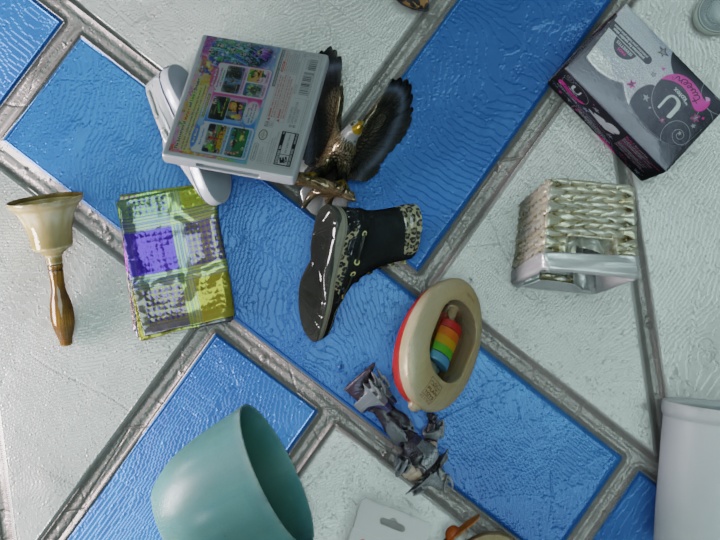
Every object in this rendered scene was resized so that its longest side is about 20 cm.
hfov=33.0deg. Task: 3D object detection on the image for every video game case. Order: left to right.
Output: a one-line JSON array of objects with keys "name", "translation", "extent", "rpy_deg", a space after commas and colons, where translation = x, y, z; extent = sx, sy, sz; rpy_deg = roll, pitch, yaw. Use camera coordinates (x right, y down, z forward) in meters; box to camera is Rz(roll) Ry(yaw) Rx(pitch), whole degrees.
[{"name": "video game case", "translation": [-0.150, -0.216, 1.612], "extent": [0.179, 0.024, 0.203], "rpy_deg": [10, 63, 8]}]

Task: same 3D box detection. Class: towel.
[{"name": "towel", "translation": [-0.255, -0.013, 1.675], "extent": [0.141, 0.023, 0.204], "rpy_deg": [-8, 89, -4]}]

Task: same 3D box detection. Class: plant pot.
[{"name": "plant pot", "translation": [-0.176, 0.302, 1.594], "extent": [0.159, 0.201, 0.203], "rpy_deg": [-27, 91, 8]}]

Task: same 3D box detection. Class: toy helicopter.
[{"name": "toy helicopter", "translation": [0.126, 0.414, 1.672], "extent": [0.197, 0.079, 0.134], "rpy_deg": [-20, 96, 7]}]

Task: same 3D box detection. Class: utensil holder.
[{"name": "utensil holder", "translation": [0.487, 0.285, 1.656], "extent": [0.167, 0.170, 0.204], "rpy_deg": [5, 89, -4]}]

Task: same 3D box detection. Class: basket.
[{"name": "basket", "translation": [0.287, -0.044, 1.636], "extent": [0.133, 0.200, 0.126], "rpy_deg": [5, 83, -4]}]

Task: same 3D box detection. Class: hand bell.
[{"name": "hand bell", "translation": [-0.410, 0.002, 1.642], "extent": [0.102, 0.104, 0.204], "rpy_deg": [-8, 101, -5]}]

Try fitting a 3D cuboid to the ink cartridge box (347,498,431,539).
[{"name": "ink cartridge box", "translation": [0.032, 0.421, 1.642], "extent": [0.116, 0.067, 0.203], "rpy_deg": [16, 87, 26]}]

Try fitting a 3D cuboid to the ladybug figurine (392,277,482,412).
[{"name": "ladybug figurine", "translation": [0.098, 0.102, 1.652], "extent": [0.136, 0.071, 0.202], "rpy_deg": [49, 54, -32]}]

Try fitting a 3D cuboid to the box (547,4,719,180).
[{"name": "box", "translation": [0.382, -0.245, 1.688], "extent": [0.200, 0.115, 0.132], "rpy_deg": [45, 86, -3]}]

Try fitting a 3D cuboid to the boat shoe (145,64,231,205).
[{"name": "boat shoe", "translation": [-0.237, -0.178, 1.664], "extent": [0.065, 0.073, 0.203], "rpy_deg": [-24, 80, 32]}]

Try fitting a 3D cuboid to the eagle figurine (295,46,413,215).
[{"name": "eagle figurine", "translation": [-0.022, -0.183, 1.664], "extent": [0.152, 0.149, 0.202], "rpy_deg": [49, 47, -40]}]

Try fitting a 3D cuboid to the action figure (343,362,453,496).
[{"name": "action figure", "translation": [0.060, 0.221, 1.651], "extent": [0.069, 0.130, 0.201], "rpy_deg": [-41, 88, 23]}]

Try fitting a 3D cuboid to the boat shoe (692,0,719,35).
[{"name": "boat shoe", "translation": [0.570, -0.396, 1.730], "extent": [0.198, 0.072, 0.071], "rpy_deg": [-23, 90, -5]}]

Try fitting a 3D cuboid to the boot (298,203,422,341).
[{"name": "boot", "translation": [0.001, 0.000, 1.663], "extent": [0.152, 0.073, 0.206], "rpy_deg": [-8, 125, -33]}]

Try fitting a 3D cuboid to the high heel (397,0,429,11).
[{"name": "high heel", "translation": [0.108, -0.465, 1.689], "extent": [0.199, 0.071, 0.143], "rpy_deg": [-39, 85, 12]}]
